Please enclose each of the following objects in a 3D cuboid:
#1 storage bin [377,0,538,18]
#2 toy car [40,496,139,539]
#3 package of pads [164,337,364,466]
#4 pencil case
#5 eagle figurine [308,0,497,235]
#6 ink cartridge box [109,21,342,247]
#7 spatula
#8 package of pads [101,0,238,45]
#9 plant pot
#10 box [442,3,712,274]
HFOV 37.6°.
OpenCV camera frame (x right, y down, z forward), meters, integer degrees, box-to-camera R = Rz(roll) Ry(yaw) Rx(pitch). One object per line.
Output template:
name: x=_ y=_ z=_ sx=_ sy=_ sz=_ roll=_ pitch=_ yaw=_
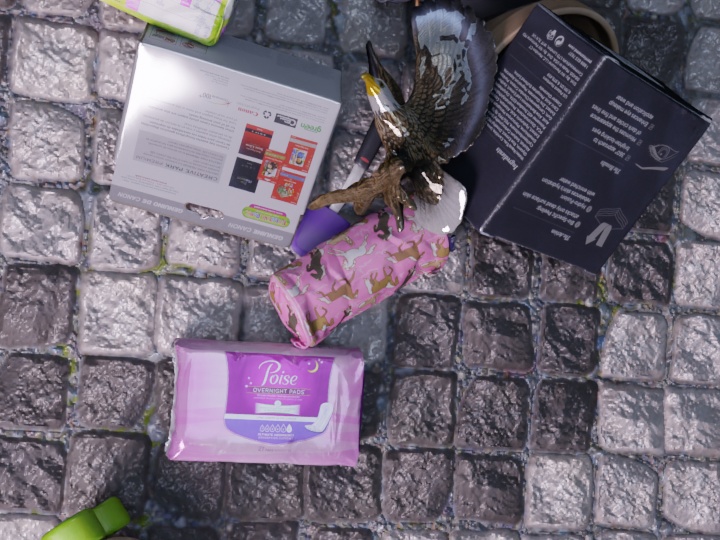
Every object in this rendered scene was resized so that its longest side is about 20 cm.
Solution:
storage bin: x=0.122 y=-0.318 z=1.075 sx=0.133 sy=0.199 sz=0.147 roll=12 pitch=86 yaw=-29
toy car: x=-0.285 y=0.346 z=1.012 sx=0.199 sy=0.158 sz=0.165 roll=-34 pitch=83 yaw=2
package of pads: x=-0.098 y=0.134 z=1.081 sx=0.198 sy=0.076 sz=0.122 roll=4 pitch=89 yaw=-11
pencil case: x=0.000 y=0.000 z=1.089 sx=0.199 sy=0.083 sz=0.087 roll=-30 pitch=67 yaw=-19
eagle figurine: x=0.046 y=-0.148 z=1.015 sx=0.150 sy=0.152 sz=0.201 roll=14 pitch=54 yaw=12
ink cartridge box: x=-0.137 y=-0.136 z=1.059 sx=0.198 sy=0.084 sz=0.177 roll=16 pitch=121 yaw=-11
spatula: x=-0.009 y=-0.097 z=1.131 sx=0.056 sy=0.021 sz=0.201 roll=30 pitch=82 yaw=-16
package of pads: x=-0.211 y=-0.302 z=1.025 sx=0.198 sy=0.155 sz=0.069 roll=22 pitch=119 yaw=-10
plant pot: x=0.165 y=-0.203 z=1.111 sx=0.199 sy=0.093 sz=0.202 roll=-21 pitch=138 yaw=-20
box: x=0.206 y=-0.123 z=1.052 sx=0.196 sy=0.118 sz=0.201 roll=17 pitch=115 yaw=-42
